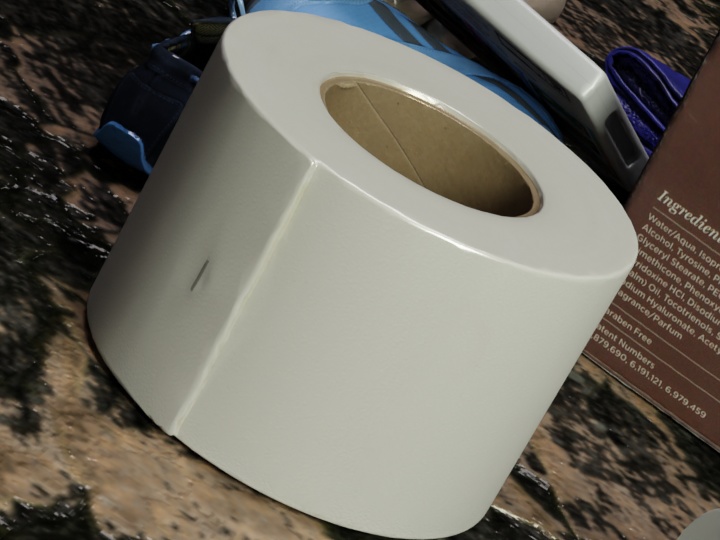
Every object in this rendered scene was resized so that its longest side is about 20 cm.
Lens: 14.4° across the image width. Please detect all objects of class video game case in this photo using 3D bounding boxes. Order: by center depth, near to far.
[{"bbox_3d":[0.074,-0.135,1.576,0.200,0.024,0.182,43,-1,21],"label":"video game case"}]

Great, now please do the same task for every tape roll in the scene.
[{"bbox_3d":[0.000,0.000,1.227,0.202,0.140,0.203,25,23,-11],"label":"tape roll"}]

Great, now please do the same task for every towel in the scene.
[{"bbox_3d":[0.216,-0.057,1.693,0.148,0.050,0.200,48,12,19],"label":"towel"}]

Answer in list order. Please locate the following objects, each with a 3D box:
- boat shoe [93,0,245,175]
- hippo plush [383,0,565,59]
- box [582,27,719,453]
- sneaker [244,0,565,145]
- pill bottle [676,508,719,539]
[{"bbox_3d":[-0.063,-0.092,1.441,0.084,0.069,0.200,30,19,5],"label":"boat shoe"},{"bbox_3d":[0.024,-0.217,1.783,0.200,0.160,0.161,36,-13,-25],"label":"hippo plush"},{"bbox_3d":[0.238,-0.018,1.459,0.164,0.201,0.166,37,30,19],"label":"box"},{"bbox_3d":[0.028,-0.097,1.556,0.199,0.066,0.078,26,12,-18],"label":"sneaker"},{"bbox_3d":[0.218,0.168,1.166,0.199,0.112,0.112,22,23,-19],"label":"pill bottle"}]
